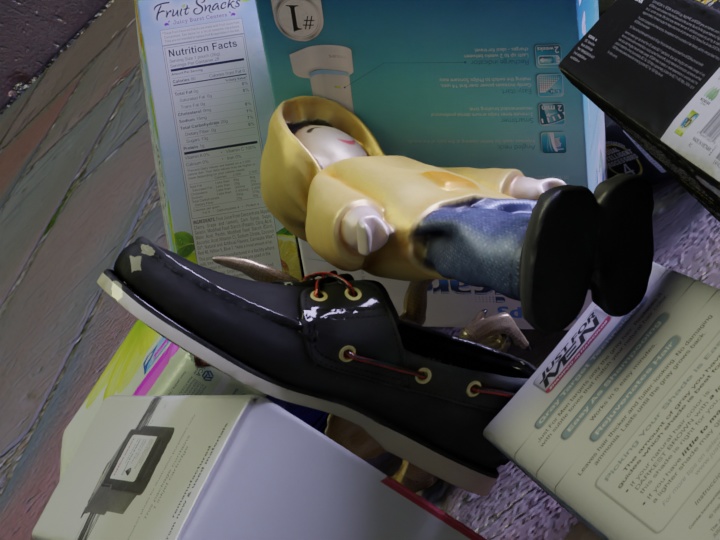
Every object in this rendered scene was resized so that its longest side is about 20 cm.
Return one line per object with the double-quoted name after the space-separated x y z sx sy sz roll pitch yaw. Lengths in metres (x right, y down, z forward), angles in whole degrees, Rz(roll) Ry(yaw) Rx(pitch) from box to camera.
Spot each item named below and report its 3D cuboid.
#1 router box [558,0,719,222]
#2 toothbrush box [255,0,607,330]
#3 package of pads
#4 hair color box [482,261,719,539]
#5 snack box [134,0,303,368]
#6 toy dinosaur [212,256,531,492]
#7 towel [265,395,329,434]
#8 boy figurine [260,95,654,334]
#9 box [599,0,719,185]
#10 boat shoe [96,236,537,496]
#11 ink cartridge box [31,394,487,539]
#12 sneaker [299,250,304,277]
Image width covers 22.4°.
0.157 -0.022 0.621 0.051 0.149 0.200 -47 18 7 "router box"
0.040 -0.074 0.861 0.145 0.201 0.086 0 36 14 "toothbrush box"
-0.134 0.100 1.193 0.155 0.068 0.200 -55 15 8 "package of pads"
0.125 0.065 0.668 0.099 0.061 0.200 -50 18 -2 "hair color box"
-0.075 -0.053 0.967 0.067 0.202 0.169 -10 1 -6 "snack box"
0.020 0.043 0.829 0.101 0.200 0.058 -38 45 -4 "toy dinosaur"
-0.053 0.114 0.994 0.200 0.050 0.148 -49 -6 4 "towel"
0.032 -0.028 0.762 0.199 0.124 0.065 23 116 48 "boy figurine"
0.155 -0.108 0.971 0.162 0.049 0.200 -54 17 -25 "box"
-0.014 0.028 0.753 0.063 0.200 0.074 -61 25 7 "boat shoe"
-0.045 0.124 0.815 0.084 0.145 0.200 -62 20 -16 "ink cartridge box"
0.000 0.000 1.056 0.200 0.087 0.076 110 149 -62 "sneaker"
